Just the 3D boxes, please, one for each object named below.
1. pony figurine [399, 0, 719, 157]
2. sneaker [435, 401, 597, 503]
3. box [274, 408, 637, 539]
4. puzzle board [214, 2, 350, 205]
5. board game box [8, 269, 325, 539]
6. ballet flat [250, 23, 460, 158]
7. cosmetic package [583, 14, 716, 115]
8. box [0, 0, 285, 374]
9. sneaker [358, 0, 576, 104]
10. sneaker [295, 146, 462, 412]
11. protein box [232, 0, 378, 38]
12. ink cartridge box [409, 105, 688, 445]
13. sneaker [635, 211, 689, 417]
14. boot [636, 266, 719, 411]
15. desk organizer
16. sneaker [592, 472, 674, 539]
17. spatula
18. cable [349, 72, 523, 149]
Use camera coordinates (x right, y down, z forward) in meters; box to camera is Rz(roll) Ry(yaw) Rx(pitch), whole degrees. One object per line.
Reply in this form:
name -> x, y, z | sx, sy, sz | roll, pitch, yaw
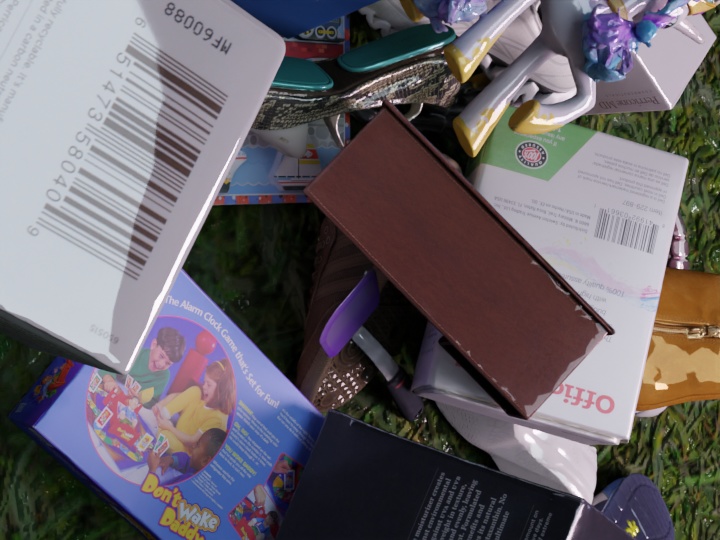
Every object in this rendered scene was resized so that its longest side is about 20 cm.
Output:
pony figurine -> 0.128, -0.190, 0.818 | 0.198, 0.167, 0.195 | -31, 117, -8
sneaker -> 0.121, 0.099, 0.998 | 0.201, 0.075, 0.089 | 55, 43, -21
box -> 0.077, 0.202, 0.855 | 0.200, 0.196, 0.125 | 40, 71, -50
puzzle board -> -0.087, -0.120, 0.860 | 0.198, 0.017, 0.154 | -4, 94, -35
board game box -> -0.109, 0.107, 0.839 | 0.200, 0.044, 0.135 | 49, 66, -27
ballet flat -> -0.019, -0.113, 0.854 | 0.197, 0.068, 0.076 | -12, 122, -21
cosmetic package -> 0.166, -0.216, 0.978 | 0.200, 0.112, 0.081 | 48, 68, -25
box -> -0.187, -0.081, 0.687 | 0.199, 0.171, 0.201 | 31, 77, -27
sneaker -> 0.082, -0.185, 0.912 | 0.198, 0.081, 0.076 | 23, 52, -15
sneaker -> 0.000, 0.000, 0.905 | 0.070, 0.075, 0.202 | 18, 103, -55
protein box -> -0.047, -0.264, 0.759 | 0.199, 0.197, 0.137 | 29, 68, -32
ink cartridge box -> 0.129, 0.007, 0.897 | 0.143, 0.088, 0.203 | 15, 79, -4
sneaker -> 0.201, 0.025, 1.039 | 0.114, 0.075, 0.204 | -7, 97, -32
boot -> 0.206, 0.006, 0.989 | 0.141, 0.071, 0.205 | -6, 76, -4
desk organizer -> 0.057, -0.004, 0.811 | 0.077, 0.072, 0.200 | -45, 89, -5
sneaker -> 0.190, 0.224, 1.049 | 0.199, 0.082, 0.075 | -16, 76, -51
spatula -> 0.014, 0.063, 0.887 | 0.057, 0.020, 0.201 | -49, 147, -12
cable -> 0.065, -0.114, 0.961 | 0.197, 0.050, 0.099 | -4, 108, -29
